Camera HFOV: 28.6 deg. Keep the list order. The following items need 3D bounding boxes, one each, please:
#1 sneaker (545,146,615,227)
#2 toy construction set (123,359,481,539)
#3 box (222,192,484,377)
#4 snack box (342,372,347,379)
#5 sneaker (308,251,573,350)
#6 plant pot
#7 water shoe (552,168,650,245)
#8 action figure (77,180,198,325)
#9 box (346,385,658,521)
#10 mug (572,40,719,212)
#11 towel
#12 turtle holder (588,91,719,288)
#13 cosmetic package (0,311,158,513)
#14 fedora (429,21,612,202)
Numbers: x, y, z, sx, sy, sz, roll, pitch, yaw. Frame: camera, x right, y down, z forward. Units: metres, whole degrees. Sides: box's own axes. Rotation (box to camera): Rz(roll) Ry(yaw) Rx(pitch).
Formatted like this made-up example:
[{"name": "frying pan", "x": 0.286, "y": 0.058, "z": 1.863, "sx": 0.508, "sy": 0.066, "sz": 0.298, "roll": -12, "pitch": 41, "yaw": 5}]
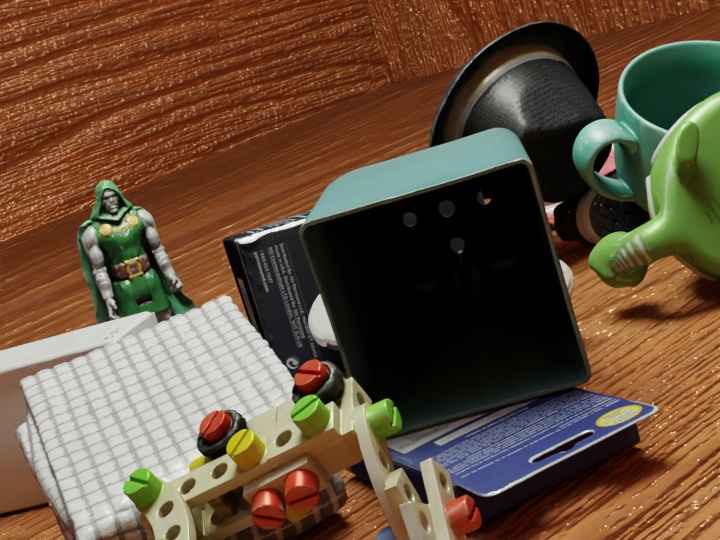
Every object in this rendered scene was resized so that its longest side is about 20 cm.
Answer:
[{"name": "sneaker", "x": 0.241, "y": -0.104, "z": 1.424, "sx": 0.198, "sy": 0.088, "sz": 0.074, "roll": -17, "pitch": 12, "yaw": 5}, {"name": "toy construction set", "x": -0.040, "y": 0.123, "z": 0.718, "sx": 0.198, "sy": 0.093, "sz": 0.132, "roll": -15, "pitch": 35, "yaw": 10}, {"name": "box", "x": 0.000, "y": 0.000, "z": 1.171, "sx": 0.196, "sy": 0.125, "sz": 0.200, "roll": -19, "pitch": 4, "yaw": -7}, {"name": "snack box", "x": -0.037, "y": 0.100, "z": 1.042, "sx": 0.198, "sy": 0.025, "sz": 0.072, "roll": -12, "pitch": 13, "yaw": 29}, {"name": "sneaker", "x": 0.062, "y": 0.043, "z": 1.044, "sx": 0.198, "sy": 0.082, "sz": 0.078, "roll": -5, "pitch": 49, "yaw": 12}, {"name": "plant pot", "x": 0.057, "y": -0.013, "z": 0.914, "sx": 0.140, "sy": 0.143, "sz": 0.200, "roll": -16, "pitch": 18, "yaw": 9}, {"name": "water shoe", "x": 0.263, "y": -0.083, "z": 1.330, "sx": 0.199, "sy": 0.072, "sz": 0.079, "roll": -24, "pitch": 11, "yaw": -30}, {"name": "action figure", "x": -0.191, "y": 0.019, "z": 1.219, "sx": 0.117, "sy": 0.202, "sz": 0.055, "roll": -23, "pitch": 13, "yaw": -23}, {"name": "box", "x": 0.077, "y": 0.101, "z": 0.834, "sx": 0.120, "sy": 0.033, "sz": 0.200, "roll": -22, "pitch": 11, "yaw": -21}, {"name": "mug", "x": 0.279, "y": -0.110, "z": 1.223, "sx": 0.183, "sy": 0.115, "sz": 0.153, "roll": 6, "pitch": 42, "yaw": 11}, {"name": "towel", "x": -0.117, "y": 0.114, "z": 0.876, "sx": 0.164, "sy": 0.086, "sz": 0.200, "roll": -23, "pitch": 29, "yaw": -16}, {"name": "turtle holder", "x": 0.271, "y": -0.045, "z": 1.039, "sx": 0.187, "sy": 0.140, "sz": 0.132, "roll": -59, "pitch": 0, "yaw": -6}, {"name": "cosmetic package", "x": -0.242, "y": 0.114, "z": 1.079, "sx": 0.198, "sy": 0.114, "sz": 0.081, "roll": -12, "pitch": 12, "yaw": 16}, {"name": "fedora", "x": 0.159, "y": -0.122, "z": 1.254, "sx": 0.199, "sy": 0.202, "sz": 0.092, "roll": -24, "pitch": 48, "yaw": -27}]
